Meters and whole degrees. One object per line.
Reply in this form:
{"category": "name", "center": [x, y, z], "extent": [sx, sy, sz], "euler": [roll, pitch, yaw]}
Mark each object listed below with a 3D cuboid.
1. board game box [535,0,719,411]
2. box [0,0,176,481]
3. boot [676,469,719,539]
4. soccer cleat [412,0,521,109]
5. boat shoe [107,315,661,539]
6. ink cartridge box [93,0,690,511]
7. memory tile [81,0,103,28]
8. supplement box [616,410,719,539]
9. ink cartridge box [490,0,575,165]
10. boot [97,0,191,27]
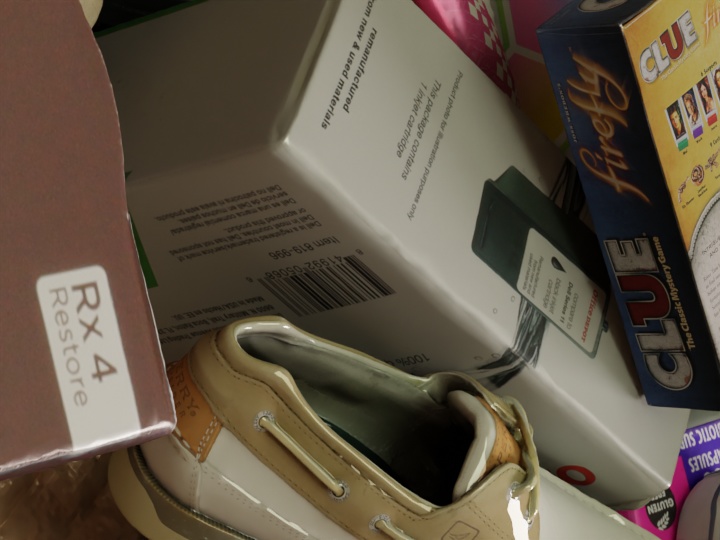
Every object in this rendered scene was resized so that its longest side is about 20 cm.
{"category": "board game box", "center": [0.143, -0.062, 0.889], "extent": [0.200, 0.035, 0.136], "euler": [-38, 118, -41]}
{"category": "box", "center": [-0.183, -0.011, 0.656], "extent": [0.164, 0.200, 0.166], "euler": [-12, 88, -46]}
{"category": "boot", "center": [0.156, 0.161, 0.895], "extent": [0.073, 0.090, 0.200], "euler": [8, 75, -42]}
{"category": "soccer cleat", "center": [0.019, -0.119, 0.902], "extent": [0.086, 0.070, 0.200], "euler": [-37, 109, -30]}
{"category": "boat shoe", "center": [0.026, 0.073, 0.821], "extent": [0.200, 0.068, 0.075], "euler": [18, 33, -26]}
{"category": "ink cartridge box", "center": [0.000, 0.000, 0.880], "extent": [0.200, 0.146, 0.083], "euler": [43, 53, -32]}
{"category": "memory tile", "center": [-0.142, -0.161, 0.780], "extent": [0.200, 0.017, 0.154], "euler": [27, 69, -42]}
{"category": "supplement box", "center": [0.111, 0.158, 0.987], "extent": [0.101, 0.103, 0.200], "euler": [-13, 91, -46]}
{"category": "ink cartridge box", "center": [0.091, -0.058, 0.935], "extent": [0.059, 0.104, 0.200], "euler": [-6, 95, -47]}
{"category": "boot", "center": [-0.103, -0.169, 0.872], "extent": [0.200, 0.066, 0.165], "euler": [11, 81, -41]}
